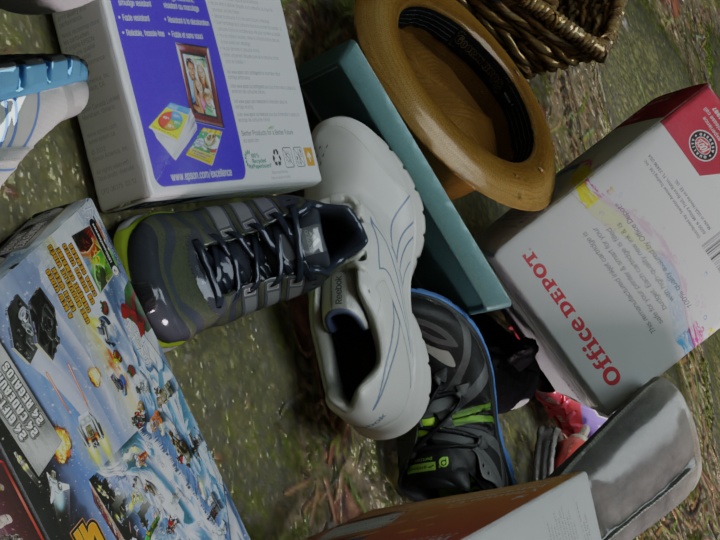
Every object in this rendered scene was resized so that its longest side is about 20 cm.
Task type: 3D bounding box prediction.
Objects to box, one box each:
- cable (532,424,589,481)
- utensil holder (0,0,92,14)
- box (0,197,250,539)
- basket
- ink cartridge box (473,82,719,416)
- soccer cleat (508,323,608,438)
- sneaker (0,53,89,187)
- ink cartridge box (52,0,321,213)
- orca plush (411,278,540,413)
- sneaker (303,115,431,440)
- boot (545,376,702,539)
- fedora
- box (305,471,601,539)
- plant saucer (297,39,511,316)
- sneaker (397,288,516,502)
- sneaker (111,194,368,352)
[{"bbox_3d":[0.151,0.192,1.222,0.200,0.050,0.098,-61,138,-56],"label":"cable"},{"bbox_3d":[-0.172,-0.221,0.656,0.200,0.168,0.172,38,44,-56],"label":"utensil holder"},{"bbox_3d":[-0.125,0.086,0.733,0.202,0.039,0.137,67,26,-17],"label":"box"},{"bbox_3d":[0.122,-0.246,1.279,0.144,0.148,0.201,64,29,-23],"label":"basket"},{"bbox_3d":[0.197,-0.015,1.184,0.146,0.199,0.145,54,-5,-5],"label":"ink cartridge box"},{"bbox_3d":[0.173,0.106,1.310,0.073,0.068,0.202,-40,112,-47],"label":"soccer cleat"},{"bbox_3d":[-0.179,-0.040,0.671,0.200,0.074,0.088,-34,118,-58],"label":"sneaker"},{"bbox_3d":[-0.099,-0.138,0.894,0.198,0.043,0.203,-11,90,-64],"label":"ink cartridge box"},{"bbox_3d":[0.092,0.045,1.157,0.200,0.070,0.106,52,35,-40],"label":"orca plush"},{"bbox_3d":[0.000,0.000,0.979,0.087,0.074,0.202,24,55,-70],"label":"sneaker"},{"bbox_3d":[0.153,0.191,1.090,0.199,0.072,0.184,-35,133,-39],"label":"boot"},{"bbox_3d":[0.050,-0.109,1.113,0.200,0.082,0.202,35,36,-30],"label":"fedora"},{"bbox_3d":[0.038,0.189,0.882,0.200,0.151,0.108,-7,84,-64],"label":"box"},{"bbox_3d":[0.024,-0.052,1.047,0.019,0.070,0.201,-37,102,-32],"label":"plant saucer"},{"bbox_3d":[0.056,0.103,1.054,0.083,0.070,0.202,-57,131,-64],"label":"sneaker"},{"bbox_3d":[-0.063,-0.010,0.859,0.200,0.080,0.075,-29,102,-64],"label":"sneaker"}]
